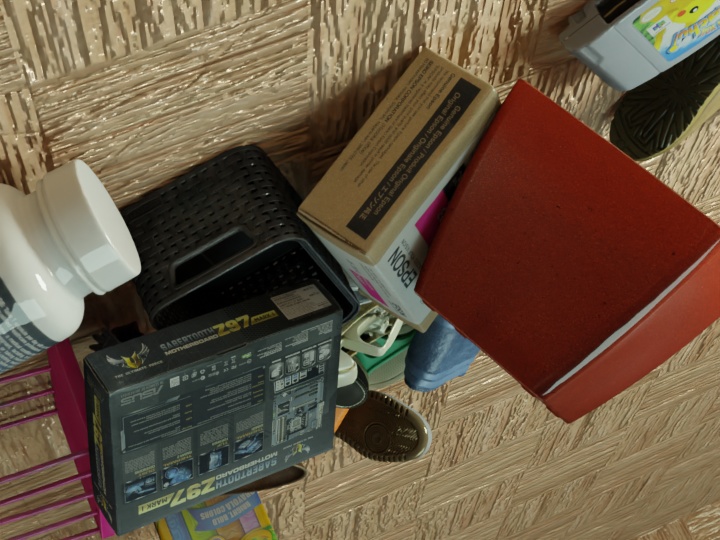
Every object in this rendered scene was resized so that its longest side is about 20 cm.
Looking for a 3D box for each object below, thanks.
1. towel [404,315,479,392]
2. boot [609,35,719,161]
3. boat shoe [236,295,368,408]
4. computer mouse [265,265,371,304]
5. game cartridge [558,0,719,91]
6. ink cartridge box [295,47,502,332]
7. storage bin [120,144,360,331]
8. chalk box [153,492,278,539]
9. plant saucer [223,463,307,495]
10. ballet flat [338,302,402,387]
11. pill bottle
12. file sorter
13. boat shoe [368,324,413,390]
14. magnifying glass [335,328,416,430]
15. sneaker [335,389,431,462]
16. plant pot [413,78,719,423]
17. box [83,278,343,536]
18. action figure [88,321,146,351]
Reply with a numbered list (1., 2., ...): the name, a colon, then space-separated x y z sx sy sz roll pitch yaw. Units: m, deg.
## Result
1. towel: 0.106 0.021 1.308 0.112 0.048 0.200 -17 137 -60
2. boot: 0.350 -0.159 1.283 0.200 0.066 0.175 3 142 -50
3. boat shoe: -0.061 0.094 1.298 0.072 0.066 0.201 -34 135 19
4. computer mouse: 0.000 0.000 1.229 0.199 0.110 0.044 -18 118 -6
5. game cartridge: 0.267 -0.225 1.106 0.200 0.041 0.133 -36 158 20
6. ink cartridge box: 0.051 -0.058 1.096 0.165 0.075 0.200 -54 157 -7
7. storage bin: -0.097 -0.001 1.107 0.135 0.094 0.200 -29 155 4
8. chalk box: -0.156 0.313 1.532 0.124 0.200 0.125 -22 155 -11
9. plant saucer: -0.154 0.197 1.381 0.200 0.037 0.200 -5 161 -2
10. ballet flat: -0.015 0.068 1.238 0.200 0.071 0.071 -42 167 -36
11. pill bottle: -0.259 0.011 0.932 0.200 0.120 0.120 -28 156 2
12. file sorter: -0.291 0.149 1.151 0.125 0.139 0.200 -17 154 -18
13. boat shoe: 0.036 0.075 1.424 0.199 0.072 0.068 -21 -176 2
14. magnifying glass: 0.008 0.084 1.370 0.079 0.022 0.200 25 116 -12
15. sneaker: 0.010 0.158 1.465 0.200 0.070 0.108 10 -179 34
16. plant pot: 0.159 0.005 1.064 0.176 0.200 0.200 -49 157 0
17. box: -0.112 0.106 1.057 0.200 0.051 0.158 -19 134 -26
18. action figure: -0.154 0.126 1.203 0.149 0.134 0.200 -7 141 31
